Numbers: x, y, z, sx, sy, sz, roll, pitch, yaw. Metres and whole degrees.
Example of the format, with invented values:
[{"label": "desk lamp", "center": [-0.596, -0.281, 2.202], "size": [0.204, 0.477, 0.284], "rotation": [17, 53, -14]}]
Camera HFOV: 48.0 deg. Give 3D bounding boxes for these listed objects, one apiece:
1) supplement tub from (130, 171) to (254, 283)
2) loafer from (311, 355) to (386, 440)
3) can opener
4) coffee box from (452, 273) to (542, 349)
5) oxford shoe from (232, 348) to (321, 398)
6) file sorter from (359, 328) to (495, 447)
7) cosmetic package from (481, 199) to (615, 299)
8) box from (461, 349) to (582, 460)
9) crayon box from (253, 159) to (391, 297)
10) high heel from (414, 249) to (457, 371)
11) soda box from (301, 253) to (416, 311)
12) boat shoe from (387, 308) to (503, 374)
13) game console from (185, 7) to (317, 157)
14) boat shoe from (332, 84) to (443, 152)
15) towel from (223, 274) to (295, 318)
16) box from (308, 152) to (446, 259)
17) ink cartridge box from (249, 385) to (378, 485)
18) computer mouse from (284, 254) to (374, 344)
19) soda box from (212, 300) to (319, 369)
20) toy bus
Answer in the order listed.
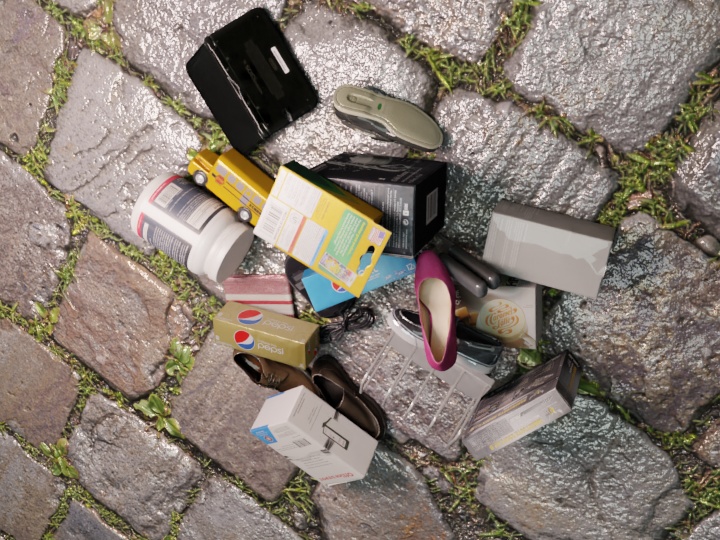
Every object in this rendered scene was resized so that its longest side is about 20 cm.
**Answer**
[{"label": "supplement tub", "center": [-0.316, -0.081, 1.524], "size": [0.199, 0.140, 0.141], "rotation": [33, 117, 8]}, {"label": "loafer", "center": [-0.032, 0.261, 1.577], "size": [0.200, 0.071, 0.073], "rotation": [47, 118, 0]}, {"label": "can opener", "center": [0.159, -0.006, 1.371], "size": [0.200, 0.053, 0.067], "rotation": [41, 155, 45]}, {"label": "coffee box", "center": [0.211, 0.064, 1.405], "size": [0.199, 0.080, 0.115], "rotation": [3, 110, 20]}, {"label": "oxford shoe", "center": [-0.169, 0.212, 1.589], "size": [0.199, 0.084, 0.073], "rotation": [32, 118, -1]}, {"label": "file sorter", "center": [0.112, 0.208, 1.439], "size": [0.199, 0.139, 0.125], "rotation": [31, 73, 8]}, {"label": "cosmetic package", "center": [0.308, -0.037, 1.330], "size": [0.199, 0.090, 0.107], "rotation": [16, 115, 12]}, {"label": "box", "center": [0.280, 0.230, 1.395], "size": [0.200, 0.158, 0.048], "rotation": [-37, 94, 27]}, {"label": "crayon box", "center": [-0.054, -0.065, 1.252], "size": [0.199, 0.052, 0.126], "rotation": [32, 116, 9]}, {"label": "high heel", "center": [0.117, 0.060, 1.290], "size": [0.067, 0.096, 0.202], "rotation": [-5, 81, 11]}, {"label": "soda box", "center": [0.000, 0.000, 1.439], "size": [0.199, 0.064, 0.068], "rotation": [-22, 104, 6]}, {"label": "boat shoe", "center": [0.144, 0.103, 1.360], "size": [0.199, 0.072, 0.068], "rotation": [26, 121, 7]}, {"label": "game console", "center": [-0.198, -0.335, 1.456], "size": [0.175, 0.116, 0.201], "rotation": [-32, 97, -2]}, {"label": "boat shoe", "center": [0.046, -0.251, 1.376], "size": [0.199, 0.072, 0.068], "rotation": [23, 152, 5]}, {"label": "towel", "center": [-0.193, 0.103, 1.612], "size": [0.143, 0.023, 0.201], "rotation": [0, 110, 19]}, {"label": "box", "center": [0.025, -0.114, 1.346], "size": [0.195, 0.200, 0.125], "rotation": [6, 110, 19]}, {"label": "ink cartridge box", "center": [-0.089, 0.321, 1.559], "size": [0.200, 0.085, 0.146], "rotation": [40, 143, -20]}, {"label": "computer mouse", "center": [-0.069, 0.036, 1.526], "size": [0.138, 0.053, 0.201], "rotation": [-23, 110, 28]}, {"label": "soda box", "center": [-0.180, 0.122, 1.551], "size": [0.199, 0.068, 0.064], "rotation": [13, 125, 18]}, {"label": "toy bus", "center": [-0.219, -0.155, 1.495], "size": [0.200, 0.065, 0.078], "rotation": [40, 125, 0]}]
